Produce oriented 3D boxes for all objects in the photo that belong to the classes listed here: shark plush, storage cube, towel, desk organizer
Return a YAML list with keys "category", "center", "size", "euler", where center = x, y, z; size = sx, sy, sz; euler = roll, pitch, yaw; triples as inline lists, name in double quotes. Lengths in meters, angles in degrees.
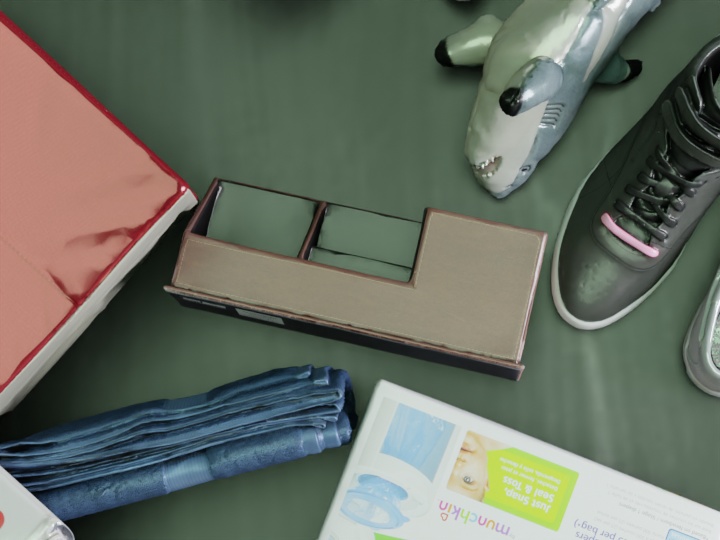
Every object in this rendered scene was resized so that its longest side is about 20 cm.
- category: "shark plush"
  center: [0.128, -0.133, 1.227]
  size: [0.200, 0.091, 0.083]
  euler: [-48, 127, -13]
- category: "storage cube"
  center: [-0.207, -0.040, 1.166]
  size: [0.180, 0.200, 0.171]
  euler: [42, 87, -1]
- category: "towel"
  center: [-0.101, 0.092, 1.185]
  size: [0.200, 0.112, 0.049]
  euler: [-15, 91, 2]
- category: "desk organizer"
  center: [0.000, 0.000, 1.210]
  size: [0.199, 0.072, 0.077]
  euler: [12, 83, 4]

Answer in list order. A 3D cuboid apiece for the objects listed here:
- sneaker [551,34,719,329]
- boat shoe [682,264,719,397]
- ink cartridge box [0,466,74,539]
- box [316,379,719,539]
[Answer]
- category: "sneaker"
  center: [0.170, -0.057, 1.192]
  size: [0.071, 0.099, 0.200]
  euler: [36, 89, 4]
- category: "boat shoe"
  center: [0.238, -0.023, 1.199]
  size: [0.072, 0.069, 0.200]
  euler: [34, 87, 6]
- category: "ink cartridge box"
  center: [-0.262, 0.122, 1.084]
  size: [0.200, 0.085, 0.146]
  euler: [40, 76, 11]
- category: "box"
  center: [0.084, 0.147, 1.175]
  size: [0.200, 0.101, 0.113]
  euler: [20, 85, 5]
